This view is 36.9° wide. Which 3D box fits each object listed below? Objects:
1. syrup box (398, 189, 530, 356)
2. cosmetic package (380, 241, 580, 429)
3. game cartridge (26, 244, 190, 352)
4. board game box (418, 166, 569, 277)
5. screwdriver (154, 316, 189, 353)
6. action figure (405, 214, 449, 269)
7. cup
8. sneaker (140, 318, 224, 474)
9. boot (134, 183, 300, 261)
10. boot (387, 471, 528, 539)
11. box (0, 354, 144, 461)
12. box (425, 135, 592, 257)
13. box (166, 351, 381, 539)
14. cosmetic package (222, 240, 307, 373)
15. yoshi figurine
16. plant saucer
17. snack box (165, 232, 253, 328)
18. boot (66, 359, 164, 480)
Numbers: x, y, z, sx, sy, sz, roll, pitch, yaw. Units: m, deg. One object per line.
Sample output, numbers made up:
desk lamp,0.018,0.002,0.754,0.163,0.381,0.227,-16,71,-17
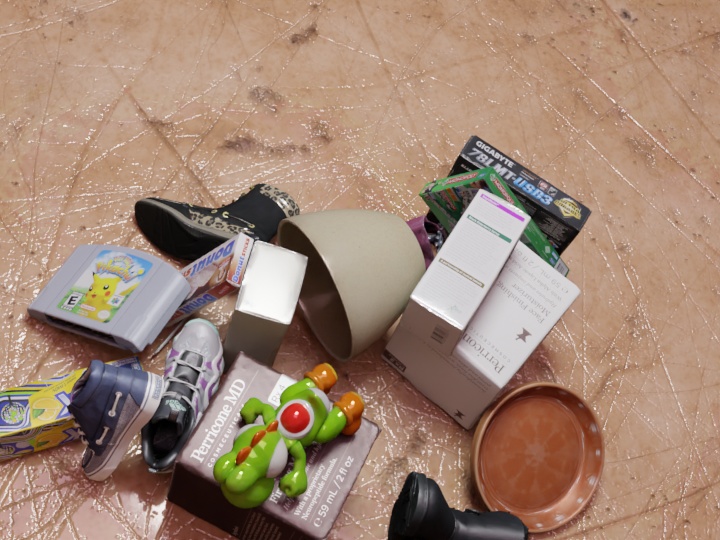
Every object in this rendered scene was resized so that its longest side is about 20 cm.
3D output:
syrup box,0.134,0.000,1.376,0.081,0.079,0.200,32,60,8
cosmetic package,0.163,0.075,1.484,0.165,0.165,0.200,39,61,9
game cartridge,-0.326,0.029,1.408,0.199,0.041,0.134,13,51,30
board game box,0.189,-0.054,1.528,0.200,0.134,0.029,50,58,-23
screwdriver,-0.217,0.043,1.483,0.029,0.028,0.200,14,52,27
action figure,0.023,-0.041,1.547,0.199,0.135,0.149,1,21,15
cup,0.000,0.000,1.408,0.143,0.200,0.201,-24,71,-19
sneaker,-0.220,0.156,1.327,0.077,0.140,0.201,13,85,-2
boot,-0.201,-0.076,1.532,0.203,0.074,0.154,21,39,21
boot,0.129,0.311,1.333,0.167,0.200,0.077,11,64,-2
box,-0.367,0.172,1.353,0.199,0.070,0.064,-15,59,-21
box,0.205,-0.077,1.555,0.200,0.199,0.050,33,62,5
box,-0.109,0.240,1.331,0.199,0.164,0.166,28,60,2
cosmetic package,-0.130,0.059,1.399,0.073,0.200,0.104,17,61,-6
yoshi figurine,-0.093,0.198,1.224,0.200,0.112,0.112,-33,115,-40
plant saucer,0.236,0.248,1.447,0.199,0.032,0.201,-1,93,-22
snack box,-0.207,0.016,1.409,0.024,0.200,0.072,30,56,-26
boot,-0.315,0.176,1.290,0.090,0.200,0.073,22,38,-22
